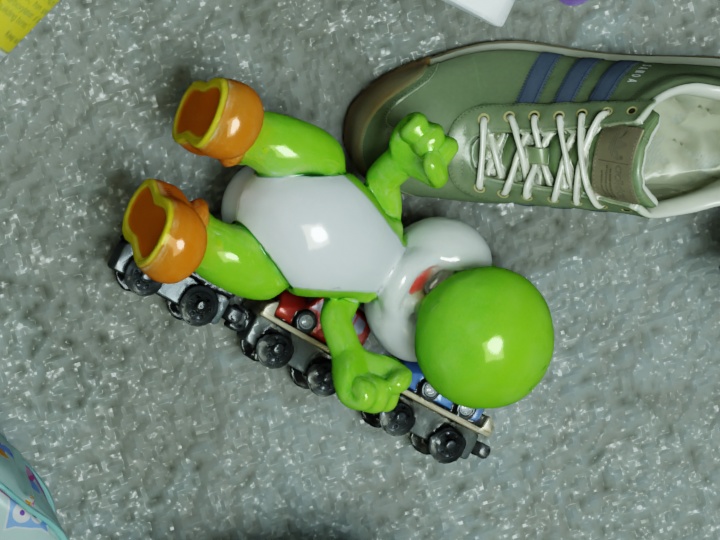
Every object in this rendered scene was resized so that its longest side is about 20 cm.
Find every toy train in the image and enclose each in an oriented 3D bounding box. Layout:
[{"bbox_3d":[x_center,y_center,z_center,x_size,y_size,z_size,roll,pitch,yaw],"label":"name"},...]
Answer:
[{"bbox_3d":[-0.020,0.029,1.219,0.200,0.034,0.046,30,86,-19],"label":"toy train"}]

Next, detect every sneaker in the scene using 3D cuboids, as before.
[{"bbox_3d":[0.099,-0.059,1.188,0.199,0.090,0.067,-4,108,-12],"label":"sneaker"}]

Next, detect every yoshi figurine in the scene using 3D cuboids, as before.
[{"bbox_3d":[0.008,-0.001,1.154,0.200,0.112,0.112,26,137,-26],"label":"yoshi figurine"}]

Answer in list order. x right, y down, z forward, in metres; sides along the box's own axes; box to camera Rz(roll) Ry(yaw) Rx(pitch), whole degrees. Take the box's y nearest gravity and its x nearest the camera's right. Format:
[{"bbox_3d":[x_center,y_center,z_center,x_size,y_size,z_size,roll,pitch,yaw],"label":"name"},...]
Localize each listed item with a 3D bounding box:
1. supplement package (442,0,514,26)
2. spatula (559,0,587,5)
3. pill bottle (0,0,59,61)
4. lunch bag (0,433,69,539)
[{"bbox_3d":[0.040,-0.220,1.110,0.117,0.117,0.200,26,98,-20],"label":"supplement package"},{"bbox_3d":[0.119,-0.194,1.127,0.020,0.057,0.200,0,136,-23],"label":"spatula"},{"bbox_3d":[-0.148,-0.159,1.085,0.200,0.114,0.114,-45,111,3],"label":"pill bottle"},{"bbox_3d":[-0.238,0.106,1.165,0.160,0.077,0.200,-45,111,4],"label":"lunch bag"}]
